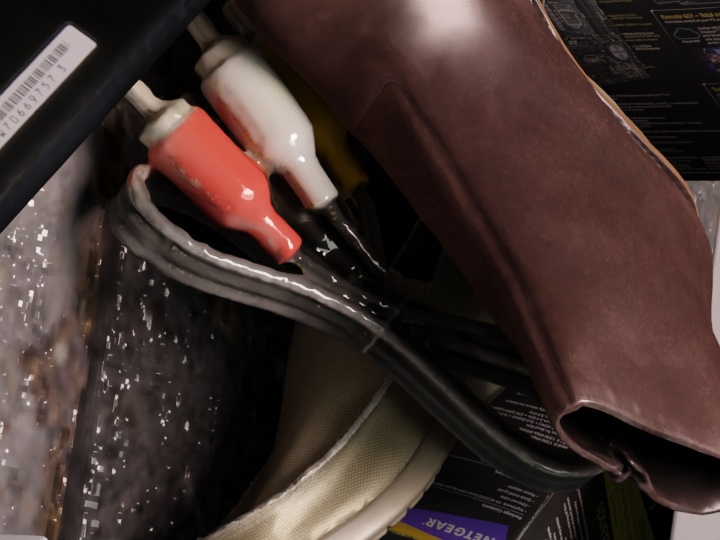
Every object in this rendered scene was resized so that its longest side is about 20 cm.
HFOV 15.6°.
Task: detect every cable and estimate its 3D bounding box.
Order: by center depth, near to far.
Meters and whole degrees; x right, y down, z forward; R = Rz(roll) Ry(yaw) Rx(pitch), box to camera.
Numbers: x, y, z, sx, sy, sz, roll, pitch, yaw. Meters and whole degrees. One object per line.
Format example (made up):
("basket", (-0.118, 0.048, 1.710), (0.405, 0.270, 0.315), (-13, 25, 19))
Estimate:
("cable", (0.000, 0.000, 0.835), (0.200, 0.050, 0.097), (43, 44, 5))

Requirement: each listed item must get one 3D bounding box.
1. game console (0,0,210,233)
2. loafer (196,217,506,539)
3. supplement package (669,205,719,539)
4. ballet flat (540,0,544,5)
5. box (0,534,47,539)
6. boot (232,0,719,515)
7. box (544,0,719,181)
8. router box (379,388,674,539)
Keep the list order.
("game console", (-0.144, -0.077, 0.652), (0.177, 0.031, 0.200), (36, 55, 2))
("loafer", (0.000, 0.041, 0.893), (0.068, 0.076, 0.200), (48, 51, -4))
("supplement package", (0.203, 0.060, 0.941), (0.200, 0.146, 0.192), (46, 53, -68))
("ballet flat", (0.055, -0.080, 0.915), (0.200, 0.057, 0.067), (89, 20, -57))
("box", (-0.109, 0.183, 0.715), (0.156, 0.041, 0.201), (-105, -164, -87))
("boot", (0.046, -0.023, 0.811), (0.200, 0.072, 0.167), (30, 31, -38))
("box", (0.142, -0.094, 0.959), (0.160, 0.199, 0.044), (47, 56, -40))
("router box", (0.082, 0.124, 0.979), (0.157, 0.052, 0.201), (-47, 139, -39))
